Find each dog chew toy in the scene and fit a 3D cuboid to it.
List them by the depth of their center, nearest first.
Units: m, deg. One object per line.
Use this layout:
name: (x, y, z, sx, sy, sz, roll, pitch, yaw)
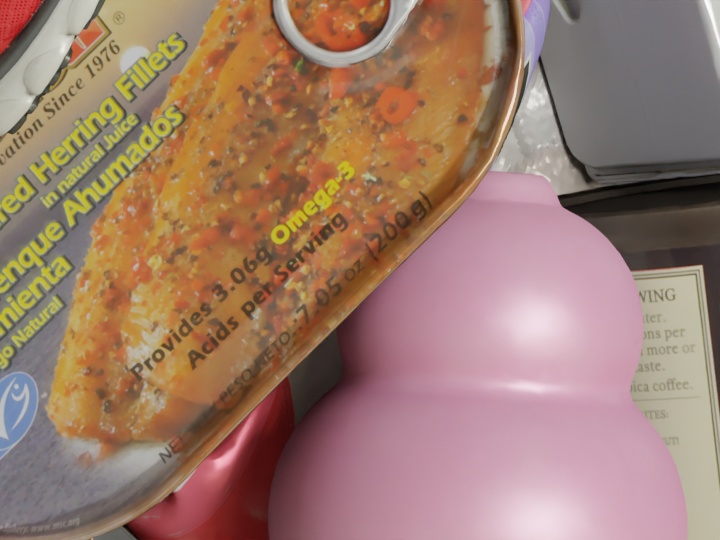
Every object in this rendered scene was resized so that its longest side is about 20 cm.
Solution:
dog chew toy: (0.028, 0.076, 0.723, 0.124, 0.124, 0.202, 4, 89, -31)

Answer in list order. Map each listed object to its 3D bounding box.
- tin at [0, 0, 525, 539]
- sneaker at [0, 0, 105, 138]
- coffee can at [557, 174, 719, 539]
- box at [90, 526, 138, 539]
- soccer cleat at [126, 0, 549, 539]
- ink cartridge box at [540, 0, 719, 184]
tin: (-0.048, -0.022, 0.684, 0.200, 0.042, 0.112, -44, 90, -1)
sneaker: (-0.124, -0.066, 0.632, 0.085, 0.199, 0.077, 40, 49, -31)
coffee can: (0.121, 0.074, 0.815, 0.146, 0.146, 0.201, -10, 95, -31)
box: (-0.104, 0.122, 0.737, 0.200, 0.040, 0.137, 44, 67, -23)
soccer cleat: (0.000, 0.000, 0.794, 0.076, 0.066, 0.201, 45, 68, -40)
ink cartridge box: (0.146, -0.127, 0.867, 0.199, 0.084, 0.146, -23, 101, -29)
